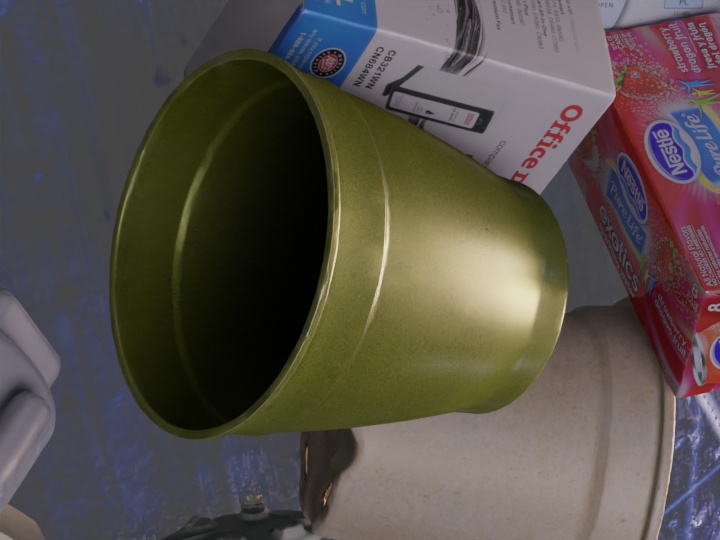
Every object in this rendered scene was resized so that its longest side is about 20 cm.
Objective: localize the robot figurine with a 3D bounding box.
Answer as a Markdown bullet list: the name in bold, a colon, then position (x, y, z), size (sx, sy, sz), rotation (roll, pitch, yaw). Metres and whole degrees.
- **robot figurine**: position (-0.241, 0.100, 1.524), size (0.113, 0.169, 0.200), rotation (53, 48, -26)

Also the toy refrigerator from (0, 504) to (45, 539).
- **toy refrigerator**: position (-0.267, 0.221, 1.619), size (0.076, 0.070, 0.200), rotation (35, 95, -28)

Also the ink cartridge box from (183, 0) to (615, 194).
- **ink cartridge box**: position (0.021, -0.104, 1.559), size (0.199, 0.085, 0.146), rotation (13, 137, -24)

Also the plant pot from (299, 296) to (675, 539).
- **plant pot**: position (0.065, 0.102, 1.646), size (0.182, 0.201, 0.202), rotation (8, 108, -12)

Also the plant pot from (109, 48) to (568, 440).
- **plant pot**: position (0.000, 0.000, 1.485), size (0.192, 0.200, 0.202), rotation (11, 107, -37)

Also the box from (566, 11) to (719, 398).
- **box**: position (0.195, -0.040, 1.604), size (0.095, 0.201, 0.100), rotation (-10, 143, -14)

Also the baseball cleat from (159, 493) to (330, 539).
- **baseball cleat**: position (-0.108, 0.205, 1.668), size (0.199, 0.070, 0.107), rotation (-14, 108, -16)

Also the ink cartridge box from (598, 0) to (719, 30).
- **ink cartridge box**: position (0.142, -0.238, 1.605), size (0.159, 0.047, 0.201), rotation (-2, 113, -20)
